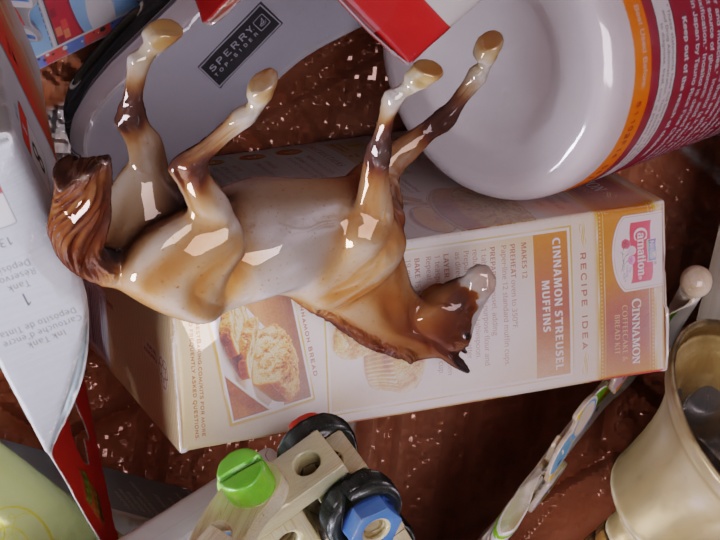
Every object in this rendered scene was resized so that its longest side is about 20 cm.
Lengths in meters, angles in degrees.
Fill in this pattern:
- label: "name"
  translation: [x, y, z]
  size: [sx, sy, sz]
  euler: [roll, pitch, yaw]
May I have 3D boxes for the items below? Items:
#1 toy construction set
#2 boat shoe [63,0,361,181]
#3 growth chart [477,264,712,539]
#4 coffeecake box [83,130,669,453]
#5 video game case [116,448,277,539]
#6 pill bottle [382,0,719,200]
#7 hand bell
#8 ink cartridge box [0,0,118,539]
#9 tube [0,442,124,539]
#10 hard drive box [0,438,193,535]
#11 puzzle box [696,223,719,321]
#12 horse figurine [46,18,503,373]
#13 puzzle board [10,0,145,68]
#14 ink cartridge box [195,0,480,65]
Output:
- label: "toy construction set"
  translation: [-0.033, 0.128, 0.988]
  size: [0.131, 0.092, 0.200]
  euler: [-35, 151, -5]
- label: "boat shoe"
  translation: [-0.040, -0.111, 1.096]
  size: [0.200, 0.057, 0.069]
  euler: [-40, 122, -1]
- label: "growth chart"
  translation: [0.082, 0.084, 1.180]
  size: [0.018, 0.145, 0.200]
  euler: [38, 87, 7]
- label: "coffeecake box"
  translation: [0.000, 0.000, 1.107]
  size: [0.199, 0.153, 0.073]
  euler: [-9, 108, -18]
- label: "video game case"
  translation: [-0.092, 0.176, 1.065]
  size: [0.200, 0.022, 0.183]
  euler: [-32, 140, -11]
- label: "pill bottle"
  translation: [0.109, -0.101, 1.109]
  size: [0.200, 0.113, 0.114]
  euler: [-19, 114, -48]
- label: "hand bell"
  translation: [0.103, 0.117, 1.170]
  size: [0.104, 0.104, 0.200]
  euler: [29, 130, -25]
- label: "ink cartridge box"
  translation: [-0.117, -0.010, 1.031]
  size: [0.050, 0.162, 0.200]
  euler: [-24, 126, 3]
- label: "tube"
  translation: [-0.140, 0.098, 1.057]
  size: [0.200, 0.058, 0.052]
  euler: [44, 48, -19]
- label: "hard drive box"
  translation: [-0.096, 0.170, 1.160]
  size: [0.199, 0.077, 0.157]
  euler: [17, 97, -23]
- label: "puzzle box"
  translation: [0.192, 0.029, 1.227]
  size: [0.133, 0.025, 0.201]
  euler: [2, 105, -50]
- label: "horse figurine"
  translation: [-0.030, -0.023, 0.960]
  size: [0.199, 0.050, 0.133]
  euler: [-3, 132, -32]
- label: "puzzle board"
  translation: [-0.107, -0.168, 1.052]
  size: [0.150, 0.017, 0.200]
  euler: [-27, 137, -12]
- label: "ink cartridge box"
  translation: [0.029, -0.154, 0.994]
  size: [0.200, 0.116, 0.067]
  euler: [-41, 118, 11]
